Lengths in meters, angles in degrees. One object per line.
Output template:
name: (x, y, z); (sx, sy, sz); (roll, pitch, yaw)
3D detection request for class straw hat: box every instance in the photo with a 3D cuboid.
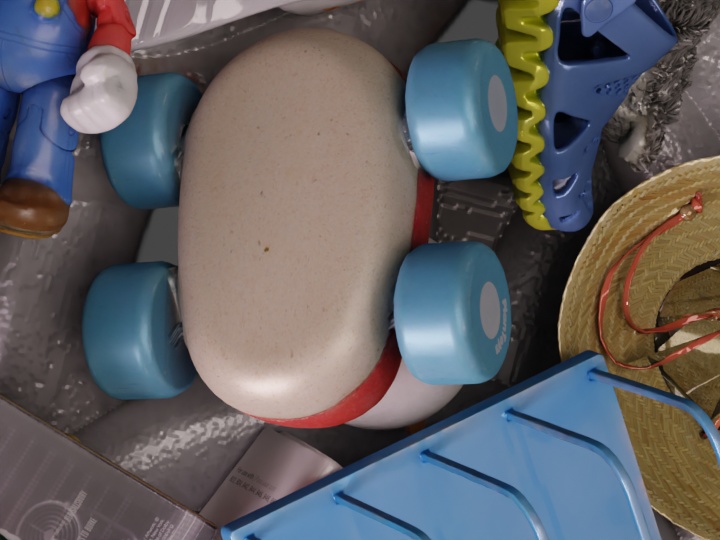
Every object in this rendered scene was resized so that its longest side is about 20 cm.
straw hat: (0.183, 0.037, 1.442); (0.200, 0.085, 0.203); (0, 89, -12)

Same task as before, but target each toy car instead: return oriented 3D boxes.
toy car: (0.000, 0.000, 1.348); (0.200, 0.183, 0.178); (38, 52, -61)

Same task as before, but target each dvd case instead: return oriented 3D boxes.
dvd case: (-0.181, 0.126, 1.277); (0.199, 0.016, 0.149); (33, 88, -22)

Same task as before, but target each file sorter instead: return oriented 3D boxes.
file sorter: (0.067, 0.145, 1.300); (0.199, 0.123, 0.140); (-24, 105, -19)

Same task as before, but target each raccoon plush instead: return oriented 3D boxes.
raccoon plush: (0.169, -0.126, 1.371); (0.097, 0.199, 0.135); (-41, 116, -51)

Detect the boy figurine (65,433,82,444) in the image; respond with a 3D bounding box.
boy figurine: (-0.195, 0.151, 1.318); (0.200, 0.064, 0.125); (-37, 106, -10)

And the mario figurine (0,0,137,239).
mario figurine: (-0.153, -0.120, 1.270); (0.123, 0.106, 0.201); (12, 98, -10)

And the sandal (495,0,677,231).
sandal: (0.103, -0.101, 1.322); (0.086, 0.080, 0.201); (-4, 131, -4)

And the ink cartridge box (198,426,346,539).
ink cartridge box: (-0.039, 0.198, 1.374); (0.145, 0.084, 0.200); (41, 81, -23)

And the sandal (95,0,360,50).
sandal: (-0.039, -0.153, 1.345); (0.205, 0.059, 0.080); (-16, 87, 2)

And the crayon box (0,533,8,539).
crayon box: (-0.235, 0.155, 1.178); (0.199, 0.051, 0.128); (14, 102, -48)
